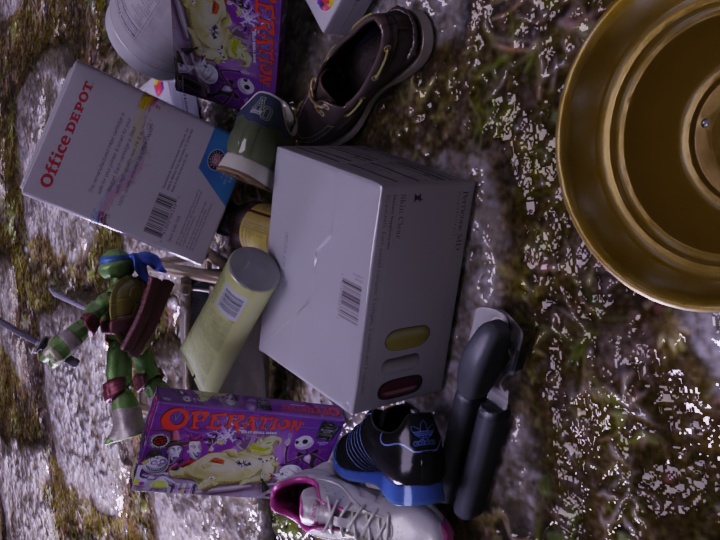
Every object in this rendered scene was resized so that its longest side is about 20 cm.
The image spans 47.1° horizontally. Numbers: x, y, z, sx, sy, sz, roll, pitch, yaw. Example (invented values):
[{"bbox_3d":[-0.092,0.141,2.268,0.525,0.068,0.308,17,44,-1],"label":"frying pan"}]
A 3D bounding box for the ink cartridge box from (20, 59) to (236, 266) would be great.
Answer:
[{"bbox_3d":[-0.252,-0.116,0.918,0.148,0.199,0.146,-67,22,-1],"label":"ink cartridge box"}]

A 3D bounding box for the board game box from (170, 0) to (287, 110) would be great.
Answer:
[{"bbox_3d":[-0.134,-0.252,0.841,0.201,0.119,0.033,101,-176,-51],"label":"board game box"}]

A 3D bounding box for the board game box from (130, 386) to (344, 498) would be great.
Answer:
[{"bbox_3d":[-0.127,0.184,0.861,0.032,0.198,0.121,-121,46,-57],"label":"board game box"}]

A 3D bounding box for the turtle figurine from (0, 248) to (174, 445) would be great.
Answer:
[{"bbox_3d":[-0.285,0.087,0.898,0.144,0.198,0.196,152,100,-78],"label":"turtle figurine"}]

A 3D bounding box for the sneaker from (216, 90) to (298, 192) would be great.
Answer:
[{"bbox_3d":[-0.088,-0.126,0.831,0.066,0.200,0.091,21,93,2],"label":"sneaker"}]

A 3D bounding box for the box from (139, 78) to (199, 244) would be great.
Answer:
[{"bbox_3d":[-0.260,-0.148,1.103,0.155,0.041,0.202,-15,85,50],"label":"box"}]

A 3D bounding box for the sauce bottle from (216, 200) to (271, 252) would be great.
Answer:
[{"bbox_3d":[-0.102,-0.043,0.912,0.199,0.064,0.065,22,112,49],"label":"sauce bottle"}]

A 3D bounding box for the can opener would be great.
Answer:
[{"bbox_3d":[0.094,0.123,0.705,0.052,0.066,0.202,32,124,43],"label":"can opener"}]

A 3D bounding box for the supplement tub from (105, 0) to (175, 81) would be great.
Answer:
[{"bbox_3d":[-0.191,-0.317,0.921,0.200,0.131,0.133,-33,71,49],"label":"supplement tub"}]

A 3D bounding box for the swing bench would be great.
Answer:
[{"bbox_3d":[-0.176,0.090,0.977,0.199,0.129,0.201,15,107,43],"label":"swing bench"}]

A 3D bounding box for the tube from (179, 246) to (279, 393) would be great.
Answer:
[{"bbox_3d":[-0.136,0.056,0.815,0.058,0.051,0.200,-80,18,-45],"label":"tube"}]

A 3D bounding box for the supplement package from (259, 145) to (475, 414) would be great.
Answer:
[{"bbox_3d":[0.000,0.000,0.756,0.155,0.110,0.202,26,116,46],"label":"supplement package"}]

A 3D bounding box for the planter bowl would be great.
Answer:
[{"bbox_3d":[0.222,-0.080,0.496,0.199,0.083,0.203,10,103,50],"label":"planter bowl"}]

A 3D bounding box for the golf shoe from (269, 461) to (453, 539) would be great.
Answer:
[{"bbox_3d":[-0.005,0.236,0.778,0.199,0.091,0.076,6,87,44],"label":"golf shoe"}]

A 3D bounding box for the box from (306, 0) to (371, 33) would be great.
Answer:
[{"bbox_3d":[-0.030,-0.353,0.779,0.156,0.041,0.201,-52,57,42],"label":"box"}]

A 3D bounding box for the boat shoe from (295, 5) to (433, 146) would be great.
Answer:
[{"bbox_3d":[-0.014,-0.178,0.784,0.199,0.059,0.073,-32,72,48],"label":"boat shoe"}]

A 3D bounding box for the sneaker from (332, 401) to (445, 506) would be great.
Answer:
[{"bbox_3d":[0.025,0.159,0.767,0.200,0.069,0.079,173,96,-68],"label":"sneaker"}]
